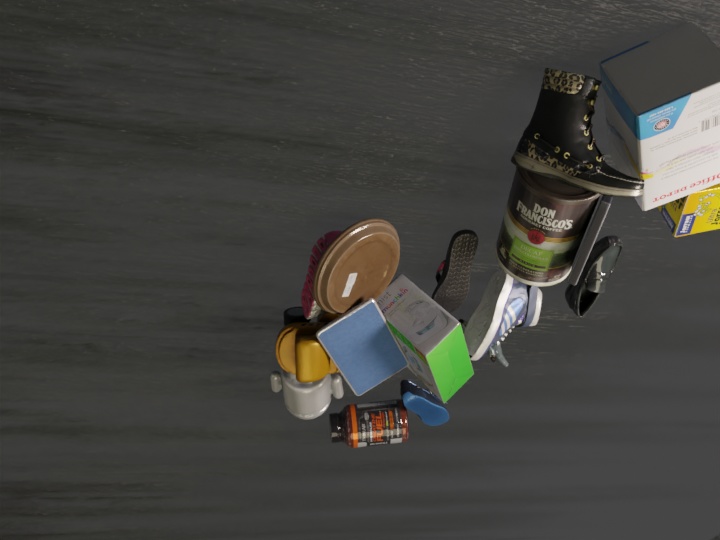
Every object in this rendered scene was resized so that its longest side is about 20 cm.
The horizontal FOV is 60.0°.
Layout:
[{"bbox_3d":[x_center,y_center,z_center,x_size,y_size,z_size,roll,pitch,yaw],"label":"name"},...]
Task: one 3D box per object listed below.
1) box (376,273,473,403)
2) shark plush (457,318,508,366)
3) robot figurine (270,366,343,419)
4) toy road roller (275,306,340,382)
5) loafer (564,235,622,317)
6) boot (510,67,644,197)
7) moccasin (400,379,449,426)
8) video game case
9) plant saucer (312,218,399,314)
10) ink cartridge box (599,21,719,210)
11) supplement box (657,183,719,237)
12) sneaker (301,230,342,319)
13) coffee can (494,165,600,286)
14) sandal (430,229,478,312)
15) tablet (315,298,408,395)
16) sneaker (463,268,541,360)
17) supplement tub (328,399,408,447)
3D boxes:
[{"bbox_3d":[0.127,0.135,1.249,0.096,0.176,0.202,-40,142,-12],"label":"box"},{"bbox_3d":[0.280,0.168,1.397,0.089,0.085,0.202,-17,137,8],"label":"shark plush"},{"bbox_3d":[-0.120,0.255,1.394,0.165,0.115,0.203,8,138,5],"label":"robot figurine"},{"bbox_3d":[-0.070,0.154,1.235,0.194,0.146,0.126,-1,107,-6],"label":"toy road roller"},{"bbox_3d":[0.484,0.014,1.278,0.066,0.071,0.203,1,137,-13],"label":"loafer"},{"bbox_3d":[0.340,-0.203,0.927,0.200,0.073,0.157,21,107,19],"label":"boot"},{"bbox_3d":[0.165,0.325,1.562,0.079,0.069,0.200,-30,136,11],"label":"moccasin"},{"bbox_3d":[0.401,-0.070,1.073,0.019,0.200,0.146,22,115,16],"label":"video game case"},{"bbox_3d":[0.000,0.000,1.134,0.197,0.029,0.203,-28,139,-26],"label":"plant saucer"},{"bbox_3d":[0.470,-0.229,0.955,0.144,0.148,0.201,-20,137,11],"label":"ink cartridge box"},{"bbox_3d":[0.638,-0.152,1.099,0.195,0.111,0.111,-12,139,2],"label":"supplement box"},{"bbox_3d":[-0.049,0.008,1.174,0.086,0.074,0.203,-3,131,-31],"label":"sneaker"},{"bbox_3d":[0.321,-0.095,1.073,0.142,0.149,0.203,-4,138,-6],"label":"coffee can"},{"bbox_3d":[0.185,0.002,1.239,0.073,0.045,0.204,1,123,-19],"label":"sandal"},{"bbox_3d":[0.007,0.152,1.206,0.128,0.014,0.202,-31,127,-2],"label":"tablet"},{"bbox_3d":[0.307,0.111,1.286,0.144,0.080,0.204,26,87,-26],"label":"sneaker"},{"bbox_3d":[0.019,0.387,1.569,0.194,0.109,0.108,-6,138,-5],"label":"supplement tub"}]
